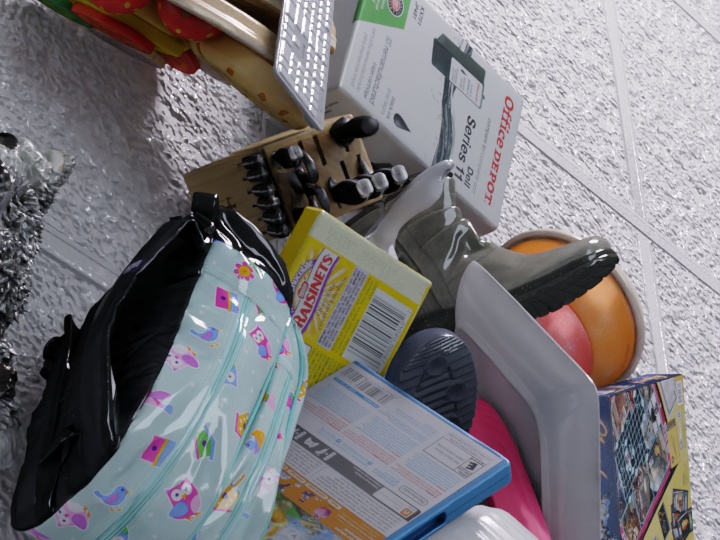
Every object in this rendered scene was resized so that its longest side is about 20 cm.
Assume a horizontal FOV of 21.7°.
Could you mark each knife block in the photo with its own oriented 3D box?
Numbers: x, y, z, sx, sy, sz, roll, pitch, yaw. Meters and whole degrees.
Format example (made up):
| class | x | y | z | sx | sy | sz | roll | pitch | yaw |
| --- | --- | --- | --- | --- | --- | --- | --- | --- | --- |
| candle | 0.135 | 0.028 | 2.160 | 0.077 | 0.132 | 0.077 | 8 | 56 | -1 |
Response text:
| class | x | y | z | sx | sy | sz | roll | pitch | yaw |
| --- | --- | --- | --- | --- | --- | --- | --- | --- | --- |
| knife block | -0.022 | -0.070 | 1.298 | 0.200 | 0.175 | 0.064 | -31 | 103 | -60 |

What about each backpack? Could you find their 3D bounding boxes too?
| class | x | y | z | sx | sy | sz | roll | pitch | yaw |
| --- | --- | --- | --- | --- | --- | --- | --- | --- | --- |
| backpack | -0.106 | 0.078 | 1.020 | 0.127 | 0.167 | 0.200 | 32 | 36 | -16 |

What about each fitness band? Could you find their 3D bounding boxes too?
| class | x | y | z | sx | sy | sz | roll | pitch | yaw |
| --- | --- | --- | --- | --- | --- | --- | --- | --- | --- |
| fitness band | 0.089 | 0.182 | 1.265 | 0.037 | 0.144 | 0.200 | -13 | 66 | -19 |

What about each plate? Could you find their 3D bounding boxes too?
| class | x | y | z | sx | sy | sz | roll | pitch | yaw |
| --- | --- | --- | --- | --- | --- | --- | --- | --- | --- |
| plate | 0.107 | 0.121 | 1.275 | 0.200 | 0.032 | 0.200 | -130 | -148 | -57 |

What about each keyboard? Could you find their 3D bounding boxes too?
| class | x | y | z | sx | sy | sz | roll | pitch | yaw |
| --- | --- | --- | --- | --- | --- | --- | --- | --- | --- |
| keyboard | -0.036 | -0.174 | 1.265 | 0.200 | 0.011 | 0.056 | -87 | 152 | -48 |

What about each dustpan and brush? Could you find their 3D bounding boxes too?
| class | x | y | z | sx | sy | sz | roll | pitch | yaw |
| --- | --- | --- | --- | --- | --- | --- | --- | --- | --- |
| dustpan and brush | 0.000 | 0.000 | 1.246 | 0.140 | 0.200 | 0.057 | -9 | 68 | -56 |

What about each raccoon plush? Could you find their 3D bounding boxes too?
| class | x | y | z | sx | sy | sz | roll | pitch | yaw |
| --- | --- | --- | --- | --- | --- | --- | --- | --- | --- |
| raccoon plush | -0.217 | 0.009 | 1.087 | 0.134 | 0.097 | 0.200 | -14 | 103 | -72 |

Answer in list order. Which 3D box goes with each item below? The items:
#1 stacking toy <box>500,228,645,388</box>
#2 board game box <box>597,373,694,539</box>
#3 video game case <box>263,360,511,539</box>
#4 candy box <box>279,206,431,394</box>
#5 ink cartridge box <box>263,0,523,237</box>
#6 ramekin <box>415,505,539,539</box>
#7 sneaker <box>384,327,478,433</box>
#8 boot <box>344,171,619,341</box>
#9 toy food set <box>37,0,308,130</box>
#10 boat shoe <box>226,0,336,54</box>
| class | x | y | z | sx | sy | sz | roll | pitch | yaw |
| --- | --- | --- | --- | --- | --- | --- | --- | --- | --- |
| stacking toy | 0.115 | 0.067 | 1.444 | 0.200 | 0.146 | 0.146 | -35 | 91 | -44 |
| board game box | 0.214 | 0.187 | 1.454 | 0.135 | 0.035 | 0.200 | -7 | 93 | -57 |
| video game case | -0.033 | 0.132 | 1.081 | 0.200 | 0.018 | 0.143 | -29 | 41 | -29 |
| candy box | -0.040 | 0.071 | 1.171 | 0.102 | 0.026 | 0.200 | 33 | 82 | -32 |
| ink cartridge box | 0.032 | -0.128 | 1.488 | 0.200 | 0.083 | 0.147 | 40 | 49 | -34 |
| ramekin | 0.041 | 0.224 | 1.110 | 0.094 | 0.202 | 0.202 | 50 | 29 | 15 |
| sneaker | 0.028 | 0.103 | 1.234 | 0.070 | 0.200 | 0.082 | -11 | 42 | -21 |
| boot | 0.079 | -0.019 | 1.385 | 0.068 | 0.200 | 0.131 | 25 | 44 | -66 |
| toy food set | -0.127 | -0.163 | 1.277 | 0.200 | 0.049 | 0.198 | 28 | -3 | -32 |
| boat shoe | -0.080 | -0.211 | 1.289 | 0.200 | 0.074 | 0.069 | 30 | 71 | -48 |
